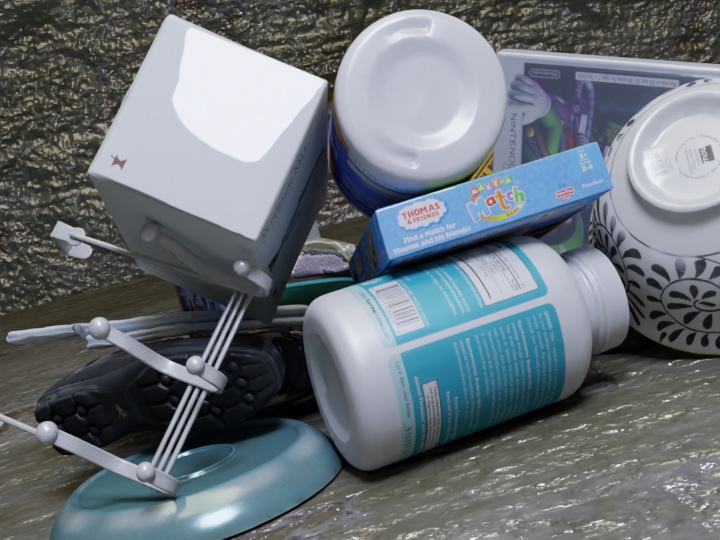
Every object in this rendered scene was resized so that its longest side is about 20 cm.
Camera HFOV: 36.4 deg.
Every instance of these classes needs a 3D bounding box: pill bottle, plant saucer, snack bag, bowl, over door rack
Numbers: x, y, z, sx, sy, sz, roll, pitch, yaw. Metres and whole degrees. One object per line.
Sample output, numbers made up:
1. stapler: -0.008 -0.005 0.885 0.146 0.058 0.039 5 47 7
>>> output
1. pill bottle: 0.032 -0.094 0.765 0.110 0.114 0.200 -15 -7 -6
2. plant saucer: -0.108 0.136 0.712 0.196 0.028 0.200 -15 7 2
3. pill bottle: 0.070 0.045 0.698 0.197 0.113 0.111 -16 7 -17
4. snack bag: -0.165 0.048 0.904 0.197 0.022 0.188 -7 -2 26
5. bowl: 0.231 -0.057 0.721 0.198 0.204 0.094 -11 -31 28
6. over door rack: -0.167 0.044 0.692 0.197 0.150 0.067 11 -24 35

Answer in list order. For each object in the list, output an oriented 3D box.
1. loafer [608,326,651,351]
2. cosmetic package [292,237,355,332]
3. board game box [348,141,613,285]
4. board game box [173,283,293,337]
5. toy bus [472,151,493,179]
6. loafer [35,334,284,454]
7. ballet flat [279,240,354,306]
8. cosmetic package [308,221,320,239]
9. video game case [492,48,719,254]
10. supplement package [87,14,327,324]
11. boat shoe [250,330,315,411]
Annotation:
1. loafer: 0.143 0.027 0.852 0.198 0.072 0.068 -9 8 43
2. cosmetic package: -0.047 0.025 1.163 0.072 0.105 0.200 -14 8 -10
3. board game box: 0.073 -0.028 0.763 0.149 0.037 0.200 -18 -7 -8
4. board game box: -0.135 0.008 1.071 0.061 0.204 0.199 -17 8 -21
5. toy bus: 0.081 -0.039 1.082 0.201 0.078 0.065 -55 4 0
6. loafer: -0.138 0.077 0.765 0.198 0.069 0.071 -15 22 25
7. ballet flat: 0.000 0.000 1.009 0.197 0.074 0.072 0 2 -19
8. cosmetic package: -0.104 -0.030 1.307 0.105 0.204 0.090 -16 7 -18
9. video game case: 0.197 -0.076 0.872 0.197 0.185 0.023 11 23 29
10. supplement package: -0.094 -0.059 0.753 0.116 0.118 0.200 23 -16 5
11. boat shoe: -0.084 0.090 0.917 0.091 0.076 0.199 4 -8 -36
